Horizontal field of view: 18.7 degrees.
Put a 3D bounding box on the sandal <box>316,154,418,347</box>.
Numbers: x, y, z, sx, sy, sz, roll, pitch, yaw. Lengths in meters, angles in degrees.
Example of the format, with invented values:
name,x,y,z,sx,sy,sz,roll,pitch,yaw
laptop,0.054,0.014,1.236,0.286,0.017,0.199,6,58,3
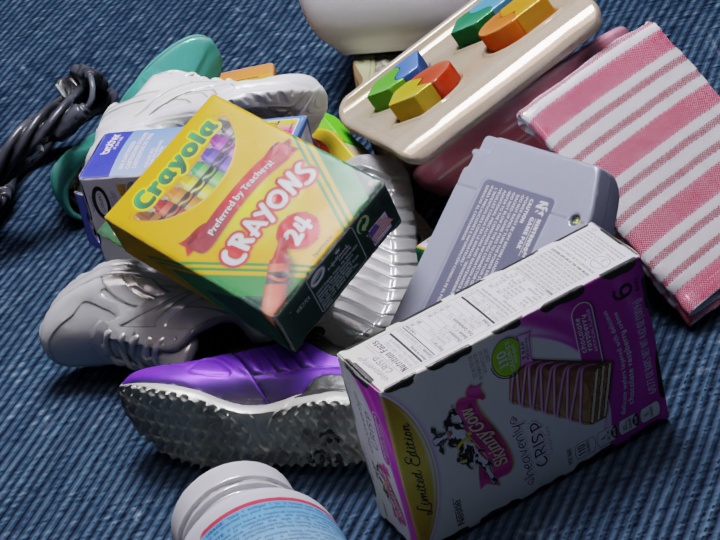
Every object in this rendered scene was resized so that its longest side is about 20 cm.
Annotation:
name,x,y,z,sx,sy,sz,roll,pitch,yaw
sandal,0.007,0.001,1.640,0.082,0.050,0.203,10,53,3

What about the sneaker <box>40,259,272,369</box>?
name,x,y,z,sx,sy,sz,roll,pitch,yaw
sneaker,-0.145,0.045,1.601,0.199,0.078,0.100,-12,43,14

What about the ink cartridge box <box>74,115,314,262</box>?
name,x,y,z,sx,sy,sz,roll,pitch,yaw
ink cartridge box,-0.127,-0.037,1.673,0.199,0.137,0.076,-4,32,16

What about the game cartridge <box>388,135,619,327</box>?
name,x,y,z,sx,sy,sz,roll,pitch,yaw
game cartridge,0.096,0.012,1.510,0.133,0.041,0.200,20,83,47

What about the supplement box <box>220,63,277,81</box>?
name,x,y,z,sx,sy,sz,roll,pitch,yaw
supplement box,-0.099,-0.095,1.818,0.069,0.067,0.200,-11,32,6

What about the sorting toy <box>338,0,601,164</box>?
name,x,y,z,sx,sy,sz,roll,pitch,yaw
sorting toy,0.075,-0.161,1.671,0.185,0.037,0.200,-38,20,-4

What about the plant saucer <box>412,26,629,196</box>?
name,x,y,z,sx,sy,sz,roll,pitch,yaw
plant saucer,0.134,-0.113,1.690,0.200,0.051,0.201,-35,-1,-1

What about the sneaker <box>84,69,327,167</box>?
name,x,y,z,sx,sy,sz,roll,pitch,yaw
sneaker,-0.125,-0.130,1.733,0.199,0.078,0.100,-13,46,7

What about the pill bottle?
name,x,y,z,sx,sy,sz,roll,pitch,yaw
pill bottle,-0.047,0.199,1.301,0.109,0.109,0.200,-21,32,-10

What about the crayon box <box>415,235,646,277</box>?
name,x,y,z,sx,sy,sz,roll,pitch,yaw
crayon box,0.154,-0.027,1.617,0.200,0.058,0.119,-34,37,-29

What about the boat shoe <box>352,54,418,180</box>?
name,x,y,z,sx,sy,sz,roll,pitch,yaw
boat shoe,0.033,-0.134,1.819,0.063,0.073,0.200,-16,31,3

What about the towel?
name,x,y,z,sx,sy,sz,roll,pitch,yaw
towel,0.221,-0.072,1.578,0.146,0.030,0.200,-34,79,-28

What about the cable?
name,x,y,z,sx,sy,sz,roll,pitch,yaw
cable,-0.274,-0.105,1.874,0.163,0.051,0.200,-49,8,-5

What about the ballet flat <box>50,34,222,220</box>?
name,x,y,z,sx,sy,sz,roll,pitch,yaw
ballet flat,-0.180,-0.109,1.821,0.200,0.067,0.070,-41,43,23

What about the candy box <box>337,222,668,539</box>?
name,x,y,z,sx,sy,sz,roll,pitch,yaw
candy box,0.095,0.075,1.410,0.200,0.137,0.061,-27,35,-17

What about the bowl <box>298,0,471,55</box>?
name,x,y,z,sx,sy,sz,roll,pitch,yaw
bowl,0.056,-0.229,1.908,0.199,0.075,0.200,-2,6,19

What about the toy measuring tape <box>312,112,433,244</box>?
name,x,y,z,sx,sy,sz,roll,pitch,yaw
toy measuring tape,-0.008,-0.054,1.737,0.073,0.074,0.200,-26,51,-18

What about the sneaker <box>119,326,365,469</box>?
name,x,y,z,sx,sy,sz,roll,pitch,yaw
sneaker,-0.065,0.082,1.521,0.200,0.070,0.100,3,40,19

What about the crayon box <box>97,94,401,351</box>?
name,x,y,z,sx,sy,sz,roll,pitch,yaw
crayon box,-0.088,-0.042,1.540,0.200,0.051,0.127,28,70,32
